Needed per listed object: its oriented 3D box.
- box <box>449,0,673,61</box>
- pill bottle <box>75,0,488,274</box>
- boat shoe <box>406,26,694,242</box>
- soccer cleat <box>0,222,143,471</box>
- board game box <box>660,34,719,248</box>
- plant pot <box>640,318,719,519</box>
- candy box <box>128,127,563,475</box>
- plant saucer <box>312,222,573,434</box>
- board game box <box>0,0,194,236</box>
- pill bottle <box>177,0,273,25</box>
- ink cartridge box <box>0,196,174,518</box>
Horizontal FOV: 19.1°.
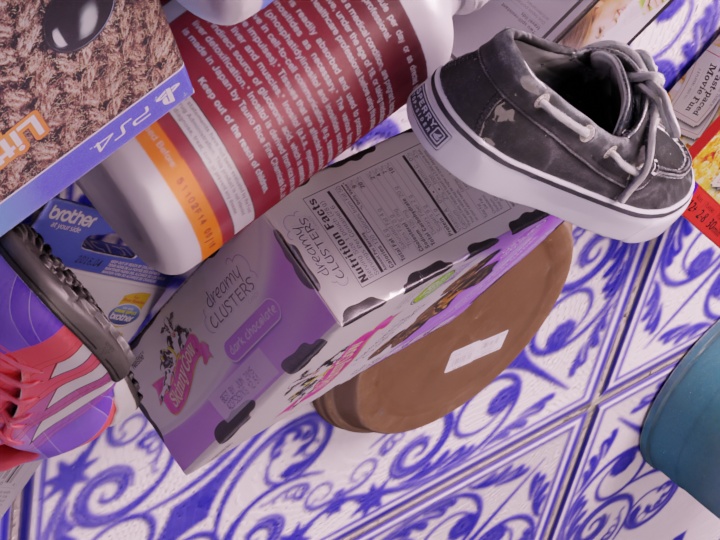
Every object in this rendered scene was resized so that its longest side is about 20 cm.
[{"bbox_3d":[0.099,-0.168,0.991,0.200,0.117,0.060,-46,153,-1],"label":"box"},{"bbox_3d":[-0.035,-0.098,0.907,0.200,0.113,0.113,-38,151,-12],"label":"pill bottle"},{"bbox_3d":[0.101,-0.066,0.928,0.068,0.074,0.199,-41,147,26],"label":"boat shoe"},{"bbox_3d":[-0.138,0.040,0.890,0.073,0.068,0.200,-37,168,-11],"label":"soccer cleat"},{"bbox_3d":[0.262,-0.114,1.340,0.200,0.046,0.151,-49,151,7],"label":"board game box"},{"bbox_3d":[0.348,0.135,1.626,0.200,0.188,0.200,-31,148,-22],"label":"plant pot"},{"bbox_3d":[0.000,0.000,1.046,0.200,0.072,0.168,-28,170,-40],"label":"candy box"},{"bbox_3d":[0.055,0.024,1.272,0.200,0.029,0.200,-33,149,-23],"label":"plant saucer"},{"bbox_3d":[-0.168,-0.101,0.749,0.159,0.097,0.200,-38,150,-12],"label":"board game box"},{"bbox_3d":[-0.004,-0.193,0.825,0.200,0.114,0.114,-37,150,-14],"label":"pill bottle"},{"bbox_3d":[-0.170,0.042,0.991,0.200,0.042,0.119,-51,151,15],"label":"ink cartridge box"}]
